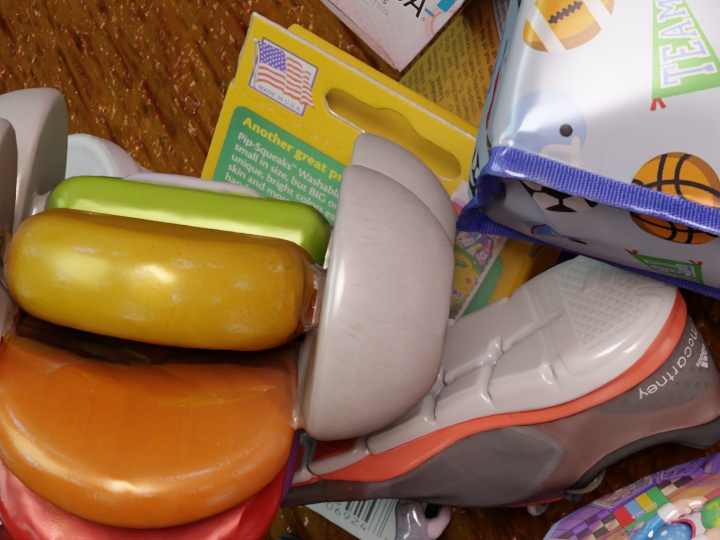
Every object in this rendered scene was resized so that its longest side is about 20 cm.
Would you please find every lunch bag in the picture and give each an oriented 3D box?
[{"bbox_3d":[0.145,-0.070,0.768,0.124,0.200,0.170,105,178,-83],"label":"lunch bag"}]

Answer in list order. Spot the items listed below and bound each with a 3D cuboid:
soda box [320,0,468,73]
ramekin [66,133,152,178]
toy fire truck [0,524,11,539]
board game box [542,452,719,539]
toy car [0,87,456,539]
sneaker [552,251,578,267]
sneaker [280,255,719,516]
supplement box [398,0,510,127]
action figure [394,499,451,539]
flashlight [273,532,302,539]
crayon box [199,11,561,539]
[{"bbox_3d":[0.036,-0.146,0.999,0.068,0.064,0.200,-47,4,25],"label":"soda box"},{"bbox_3d":[-0.126,0.042,1.233,0.202,0.094,0.203,-34,47,47],"label":"ramekin"},{"bbox_3d":[-0.129,0.163,1.033,0.200,0.112,0.168,-65,22,10],"label":"toy fire truck"},{"bbox_3d":[0.091,0.094,0.784,0.158,0.039,0.200,-12,25,38],"label":"board game box"},{"bbox_3d":[-0.062,0.028,0.807,0.200,0.175,0.150,-77,-5,-80],"label":"toy car"},{"bbox_3d":[0.123,-0.035,0.892,0.200,0.069,0.100,-53,37,30],"label":"sneaker"},{"bbox_3d":[0.038,0.060,0.871,0.200,0.082,0.077,-17,36,39],"label":"sneaker"},{"bbox_3d":[0.061,-0.065,1.014,0.200,0.066,0.069,-47,38,35],"label":"supplement box"},{"bbox_3d":[-0.011,0.170,0.908,0.134,0.149,0.200,61,160,22],"label":"action figure"},{"bbox_3d":[-0.043,0.210,1.042,0.068,0.068,0.200,-7,-59,-86],"label":"flashlight"},{"bbox_3d":[0.000,0.000,0.933,0.052,0.126,0.200,-48,-16,-46],"label":"crayon box"}]
